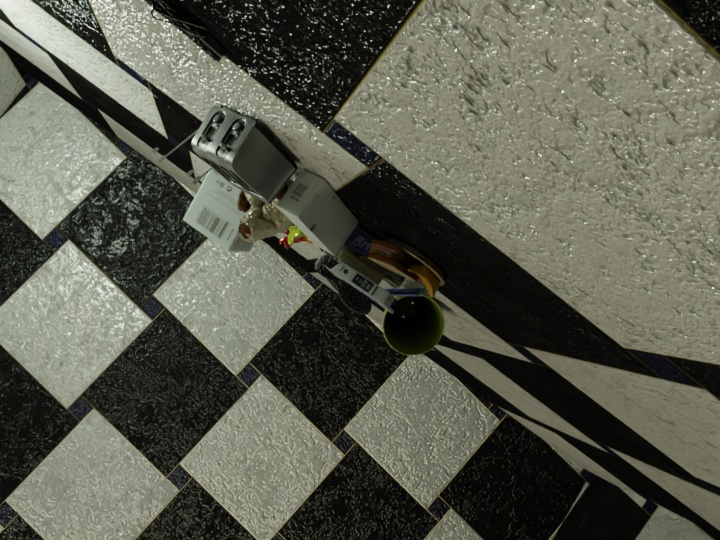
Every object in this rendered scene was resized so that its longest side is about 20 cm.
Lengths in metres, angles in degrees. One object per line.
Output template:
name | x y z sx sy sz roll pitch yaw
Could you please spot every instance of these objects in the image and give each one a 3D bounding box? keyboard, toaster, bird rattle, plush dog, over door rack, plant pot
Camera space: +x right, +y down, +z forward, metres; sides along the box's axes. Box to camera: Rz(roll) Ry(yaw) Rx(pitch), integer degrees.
keyboard | -0.312 -0.408 1.050 0.199 0.040 0.104 37 173 -20
toaster | -0.255 -0.255 1.441 0.180 0.119 0.200 29 171 40
bird rattle | -0.171 -0.107 1.982 0.161 0.114 0.200 4 165 -5
plush dog | -0.225 -0.181 1.605 0.160 0.200 0.173 5 -134 -55
over door rack | -0.378 -0.278 1.554 0.147 0.200 0.067 30 141 27
plant pot | 0.147 0.137 1.982 0.186 0.188 0.200 36 -173 -12

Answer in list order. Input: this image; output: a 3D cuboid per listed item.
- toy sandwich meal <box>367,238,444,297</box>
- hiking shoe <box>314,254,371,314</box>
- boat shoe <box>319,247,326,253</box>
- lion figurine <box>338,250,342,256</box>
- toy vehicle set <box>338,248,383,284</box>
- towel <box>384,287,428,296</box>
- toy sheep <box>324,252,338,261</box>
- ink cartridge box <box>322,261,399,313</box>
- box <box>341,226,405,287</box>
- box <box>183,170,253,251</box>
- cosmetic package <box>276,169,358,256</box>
toy sandwich meal | 0.112 -0.006 1.556 0.204 0.071 0.205 34 172 5
hiking shoe | -0.035 0.036 1.759 0.200 0.076 0.101 49 -170 10
boat shoe | -0.113 -0.114 1.858 0.067 0.072 0.200 26 162 14
lion figurine | -0.012 -0.049 1.892 0.122 0.073 0.200 24 -169 -20
toy vehicle set | 0.000 0.000 1.716 0.124 0.027 0.200 35 176 2
towel | 0.106 0.058 1.771 0.145 0.024 0.200 0 178 13
toy sheep | -0.054 -0.006 2.071 0.199 0.138 0.138 38 174 25
ink cartridge box | 0.002 0.033 1.632 0.199 0.039 0.099 32 175 23
box | 0.035 -0.038 1.689 0.199 0.070 0.064 36 173 -5
box | -0.426 -0.194 2.117 0.198 0.201 0.171 33 -173 11
cosmetic package | -0.098 -0.134 1.532 0.081 0.113 0.200 29 172 35
